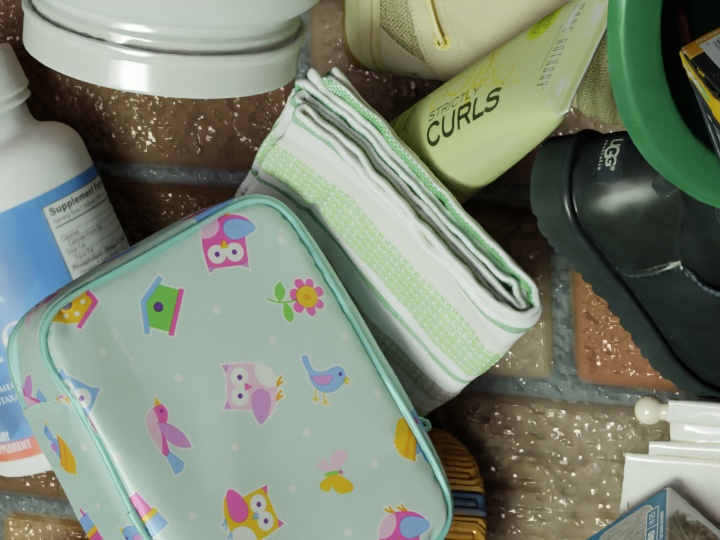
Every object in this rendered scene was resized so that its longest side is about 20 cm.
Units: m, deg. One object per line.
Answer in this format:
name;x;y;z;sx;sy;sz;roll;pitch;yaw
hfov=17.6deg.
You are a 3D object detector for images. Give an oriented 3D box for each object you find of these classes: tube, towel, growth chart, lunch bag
tube;0.056;-0.068;1.004;0.200;0.052;0.058;-32;70;62
towel;0.000;0.000;1.082;0.149;0.031;0.200;47;156;4
growth chart;0.181;0.136;1.086;0.144;0.018;0.201;11;127;6
lunch bag;-0.055;0.075;1.065;0.201;0.160;0.077;61;152;-7

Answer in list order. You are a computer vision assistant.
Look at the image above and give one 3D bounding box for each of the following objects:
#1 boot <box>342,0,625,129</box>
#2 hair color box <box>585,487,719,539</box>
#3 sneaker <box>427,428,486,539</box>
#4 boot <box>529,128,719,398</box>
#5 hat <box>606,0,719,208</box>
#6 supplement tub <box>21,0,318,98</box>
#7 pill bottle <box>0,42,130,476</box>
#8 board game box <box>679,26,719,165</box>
boot;0.073;-0.163;1.015;0.155;0.073;0.201;17;122;20
hair color box;0.184;0.202;1.057;0.200;0.100;0.060;40;121;-19
sneaker;0.020;0.179;1.146;0.075;0.201;0.088;6;156;1
boot;0.181;-0.008;0.966;0.162;0.074;0.198;-6;147;39
hat;0.137;-0.147;0.863;0.165;0.176;0.201;-16;125;-10
supplement tub;-0.074;-0.186;0.973;0.144;0.144;0.201;16;113;19
pill bottle;-0.175;-0.007;1.175;0.112;0.112;0.201;-18;101;30
board game box;0.228;-0.050;0.813;0.199;0.057;0.166;-29;126;-2
